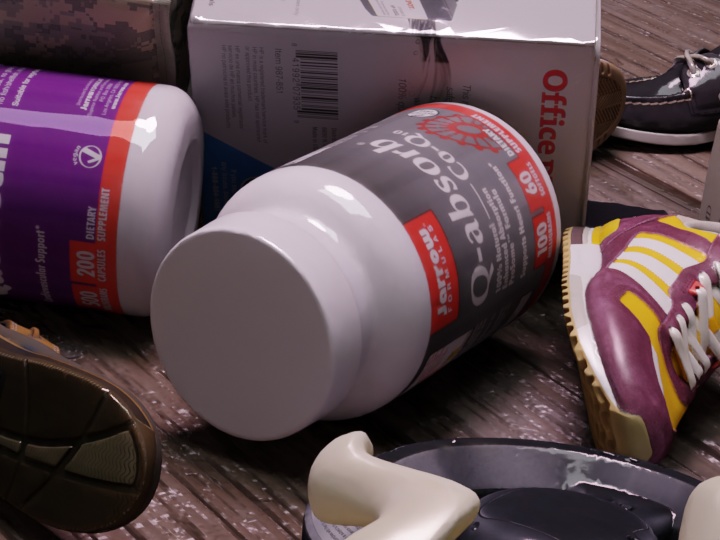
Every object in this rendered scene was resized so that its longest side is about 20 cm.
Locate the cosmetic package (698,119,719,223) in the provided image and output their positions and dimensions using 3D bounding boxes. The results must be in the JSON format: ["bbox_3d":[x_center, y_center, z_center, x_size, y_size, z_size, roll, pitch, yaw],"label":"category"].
[{"bbox_3d":[0.237,0.004,1.090,0.087,0.104,0.200,1,21,-13],"label":"cosmetic package"}]

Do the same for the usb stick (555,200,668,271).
[{"bbox_3d":[0.071,-0.024,1.216,0.199,0.033,0.056,8,32,7],"label":"usb stick"}]

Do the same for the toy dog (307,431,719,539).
[{"bbox_3d":[0.004,0.148,0.679,0.199,0.140,0.195,7,58,0],"label":"toy dog"}]

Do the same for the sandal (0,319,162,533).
[{"bbox_3d":[-0.144,0.049,0.934,0.199,0.082,0.054,21,10,37],"label":"sandal"}]

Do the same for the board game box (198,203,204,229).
[{"bbox_3d":[-0.179,-0.048,1.227,0.199,0.030,0.096,14,23,14],"label":"board game box"}]

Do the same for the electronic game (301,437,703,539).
[{"bbox_3d":[0.076,0.110,0.872,0.199,0.042,0.200,8,14,-2],"label":"electronic game"}]

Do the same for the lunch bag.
[{"bbox_3d":[-0.162,-0.133,1.176,0.163,0.200,0.118,8,61,1],"label":"lunch bag"}]

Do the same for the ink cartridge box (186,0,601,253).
[{"bbox_3d":[0.019,-0.091,1.153,0.199,0.146,0.084,4,46,4],"label":"ink cartridge box"}]

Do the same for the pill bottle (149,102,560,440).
[{"bbox_3d":[0.000,0.000,1.029,0.115,0.117,0.200,17,25,26],"label":"pill bottle"}]

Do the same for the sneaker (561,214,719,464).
[{"bbox_3d":[0.141,0.022,1.034,0.090,0.075,0.200,-11,24,8],"label":"sneaker"}]

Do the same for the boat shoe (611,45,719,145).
[{"bbox_3d":[0.229,-0.114,1.434,0.199,0.061,0.074,2,23,-8],"label":"boat shoe"}]

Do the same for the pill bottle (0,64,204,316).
[{"bbox_3d":[-0.181,-0.044,1.101,0.199,0.113,0.113,7,22,6],"label":"pill bottle"}]

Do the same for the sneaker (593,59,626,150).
[{"bbox_3d":[0.057,-0.105,1.362,0.199,0.071,0.108,-14,30,-32],"label":"sneaker"}]
